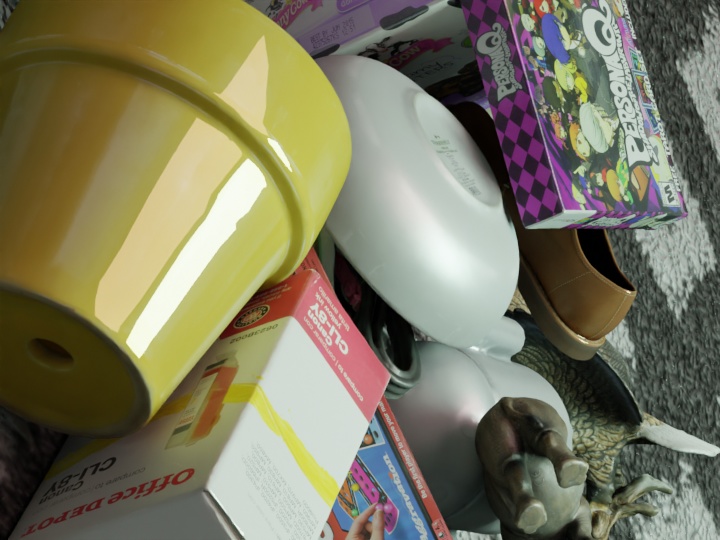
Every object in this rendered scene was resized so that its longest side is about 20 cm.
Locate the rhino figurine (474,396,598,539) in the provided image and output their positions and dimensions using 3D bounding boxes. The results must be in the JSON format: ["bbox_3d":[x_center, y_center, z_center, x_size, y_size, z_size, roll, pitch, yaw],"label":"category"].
[{"bbox_3d":[0.113,0.153,1.627,0.201,0.059,0.088,74,-10,-47],"label":"rhino figurine"}]

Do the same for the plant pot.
[{"bbox_3d":[-0.128,-0.025,1.391,0.201,0.200,0.190,49,50,-33],"label":"plant pot"}]

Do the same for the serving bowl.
[{"bbox_3d":[0.034,-0.053,1.615,0.200,0.066,0.201,46,21,-24],"label":"serving bowl"}]

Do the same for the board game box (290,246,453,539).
[{"bbox_3d":[-0.031,0.095,1.538,0.201,0.102,0.019,64,0,5],"label":"board game box"}]

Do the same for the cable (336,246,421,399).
[{"bbox_3d":[0.000,0.000,1.645,0.097,0.050,0.201,24,43,-50],"label":"cable"}]

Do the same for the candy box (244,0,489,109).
[{"bbox_3d":[0.032,-0.157,1.764,0.200,0.167,0.072,13,60,-56],"label":"candy box"}]

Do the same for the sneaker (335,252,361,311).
[{"bbox_3d":[0.025,-0.032,1.783,0.075,0.081,0.200,41,28,6],"label":"sneaker"}]

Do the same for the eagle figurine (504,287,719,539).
[{"bbox_3d":[0.137,0.085,1.841,0.151,0.151,0.201,-28,102,-41],"label":"eagle figurine"}]

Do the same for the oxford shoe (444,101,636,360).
[{"bbox_3d":[0.119,-0.042,1.759,0.071,0.071,0.201,-3,53,-51],"label":"oxford shoe"}]

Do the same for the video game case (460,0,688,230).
[{"bbox_3d":[0.131,-0.125,1.702,0.181,0.036,0.201,0,73,-58],"label":"video game case"}]

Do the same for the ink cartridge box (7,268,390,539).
[{"bbox_3d":[-0.085,0.105,1.409,0.084,0.144,0.200,56,31,-21],"label":"ink cartridge box"}]

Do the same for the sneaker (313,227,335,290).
[{"bbox_3d":[-0.063,0.014,1.576,0.088,0.077,0.202,-11,88,-32],"label":"sneaker"}]

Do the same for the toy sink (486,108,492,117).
[{"bbox_3d":[0.087,-0.170,1.931,0.201,0.112,0.130,57,30,-12],"label":"toy sink"}]

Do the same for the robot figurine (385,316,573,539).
[{"bbox_3d":[0.058,0.107,1.696,0.200,0.112,0.171,18,86,-57],"label":"robot figurine"}]
